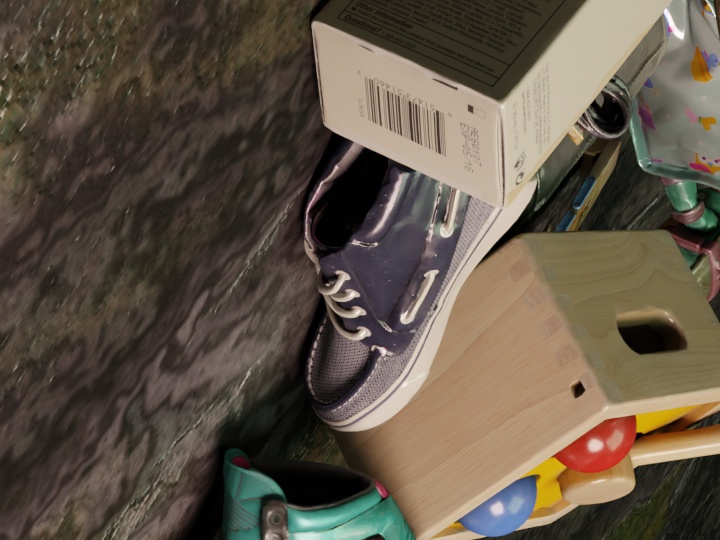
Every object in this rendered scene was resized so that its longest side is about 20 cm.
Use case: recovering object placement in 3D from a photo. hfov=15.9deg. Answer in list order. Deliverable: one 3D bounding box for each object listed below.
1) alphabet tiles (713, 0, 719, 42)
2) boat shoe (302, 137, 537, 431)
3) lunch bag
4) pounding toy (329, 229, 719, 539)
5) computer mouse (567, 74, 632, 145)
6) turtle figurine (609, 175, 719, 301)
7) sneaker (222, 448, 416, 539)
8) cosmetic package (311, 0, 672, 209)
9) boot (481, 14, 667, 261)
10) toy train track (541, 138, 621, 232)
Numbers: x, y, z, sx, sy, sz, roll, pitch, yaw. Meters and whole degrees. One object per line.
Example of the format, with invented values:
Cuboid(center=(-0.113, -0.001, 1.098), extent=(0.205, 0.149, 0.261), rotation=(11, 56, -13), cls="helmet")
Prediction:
Cuboid(center=(0.179, -0.203, 1.310), extent=(0.200, 0.006, 0.168), rotation=(-79, 164, -66), cls="alphabet tiles")
Cuboid(center=(0.000, 0.000, 1.247), extent=(0.092, 0.075, 0.201), rotation=(0, 132, -39), cls="boat shoe")
Cuboid(center=(0.229, -0.169, 1.507), extent=(0.170, 0.121, 0.201), rotation=(-46, 137, -28), cls="lunch bag")
Cuboid(center=(0.123, 0.072, 1.370), extent=(0.184, 0.143, 0.199), rotation=(-38, 160, 31), cls="pounding toy")
Cuboid(center=(0.127, -0.163, 1.282), extent=(0.110, 0.044, 0.201), rotation=(44, 58, -28), cls="computer mouse")
Cuboid(center=(0.184, -0.015, 1.623), extent=(0.200, 0.100, 0.150), rotation=(-50, 163, -45), cls="turtle figurine")
Cuboid(center=(-0.061, 0.153, 1.272), extent=(0.199, 0.084, 0.122), rotation=(-22, 109, -19), cls="sneaker")
Cuboid(center=(0.075, -0.133, 1.163), extent=(0.200, 0.103, 0.073), rotation=(-49, 152, -30), cls="cosmetic package")
Cuboid(center=(0.102, -0.088, 1.362), extent=(0.200, 0.073, 0.182), rotation=(-44, 170, -27), cls="boot")
Cuboid(center=(0.104, -0.014, 1.548), extent=(0.200, 0.032, 0.115), rotation=(-56, 163, -39), cls="toy train track")
